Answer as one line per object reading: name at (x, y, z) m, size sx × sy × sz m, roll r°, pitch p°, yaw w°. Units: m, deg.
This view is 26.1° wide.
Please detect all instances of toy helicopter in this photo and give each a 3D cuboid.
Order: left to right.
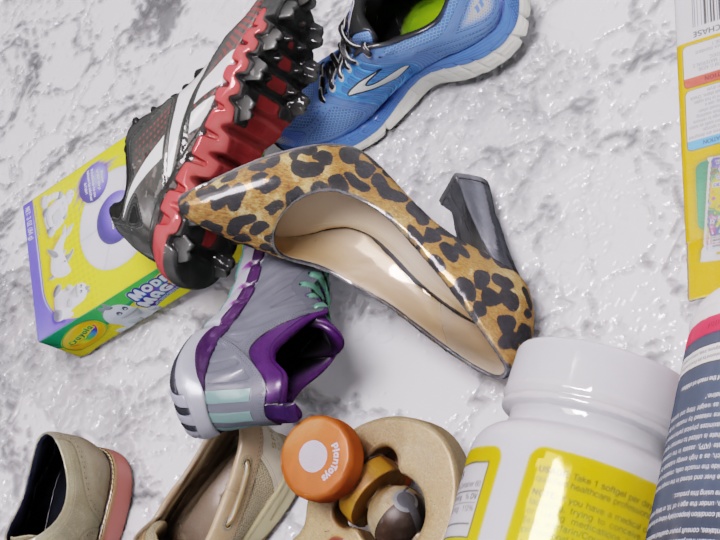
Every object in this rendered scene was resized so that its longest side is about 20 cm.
toy helicopter at (0.015, 0.180, 0.844) m, size 0.131 × 0.079 × 0.202 m, roll 8°, pitch 81°, yaw 30°

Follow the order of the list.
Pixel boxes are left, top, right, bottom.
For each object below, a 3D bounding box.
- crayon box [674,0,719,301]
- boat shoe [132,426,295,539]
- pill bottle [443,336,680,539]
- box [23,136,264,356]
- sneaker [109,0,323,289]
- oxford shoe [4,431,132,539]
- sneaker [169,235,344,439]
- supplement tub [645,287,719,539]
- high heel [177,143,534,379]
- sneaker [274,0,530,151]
crayon box at (0.236, -0.075, 0.825) m, size 0.125 × 0.052 × 0.202 m, roll -14°, pitch 57°, yaw 30°
boat shoe at (-0.113, 0.175, 0.931) m, size 0.071 × 0.064 × 0.201 m, roll 25°, pitch 81°, yaw 42°
pill bottle at (0.096, 0.142, 0.761) m, size 0.114 × 0.114 × 0.201 m, roll 5°, pitch 68°, yaw 38°
box at (-0.146, -0.035, 1.070) m, size 0.199 × 0.048 × 0.118 m, roll -29°, pitch 58°, yaw 25°
sneaker at (-0.096, -0.092, 0.979) m, size 0.097 × 0.071 × 0.202 m, roll 22°, pitch 86°, yaw 34°
oxford shoe at (-0.203, 0.199, 0.977) m, size 0.070 × 0.075 × 0.202 m, roll -11°, pitch 59°, yaw 31°
sneaker at (-0.035, 0.027, 0.935) m, size 0.087 × 0.075 × 0.201 m, roll -1°, pitch 41°, yaw 26°
supplement tub at (0.198, 0.115, 0.683) m, size 0.139 × 0.140 × 0.201 m, roll 1°, pitch 66°, yaw 37°
high heel at (0.000, 0.000, 0.881) m, size 0.072 × 0.198 × 0.143 m, roll 108°, pitch 157°, yaw -46°
sneaker at (0.007, -0.146, 1.007) m, size 0.199 × 0.089 × 0.079 m, roll -31°, pitch 50°, yaw 27°
